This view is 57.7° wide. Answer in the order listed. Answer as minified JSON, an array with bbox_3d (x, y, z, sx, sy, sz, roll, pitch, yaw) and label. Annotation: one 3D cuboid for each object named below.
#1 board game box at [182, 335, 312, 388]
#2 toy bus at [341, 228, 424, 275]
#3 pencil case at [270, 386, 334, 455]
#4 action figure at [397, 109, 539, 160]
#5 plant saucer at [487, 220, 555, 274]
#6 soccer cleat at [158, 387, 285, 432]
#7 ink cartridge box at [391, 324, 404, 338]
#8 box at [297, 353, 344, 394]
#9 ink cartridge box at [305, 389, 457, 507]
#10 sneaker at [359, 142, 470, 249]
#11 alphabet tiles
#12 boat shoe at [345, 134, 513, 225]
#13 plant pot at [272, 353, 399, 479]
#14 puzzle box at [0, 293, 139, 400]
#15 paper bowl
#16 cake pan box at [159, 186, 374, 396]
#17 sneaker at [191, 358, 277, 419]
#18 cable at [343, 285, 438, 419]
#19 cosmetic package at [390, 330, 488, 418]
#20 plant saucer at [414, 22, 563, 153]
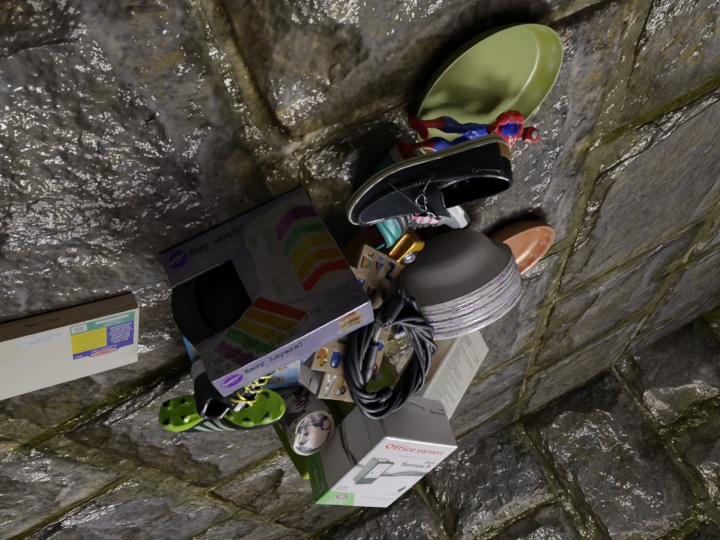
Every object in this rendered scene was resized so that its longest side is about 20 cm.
[{"bbox_3d":[-0.141,0.108,0.940,0.195,0.056,0.200,-3,148,-7],"label":"board game box"},{"bbox_3d":[0.000,0.000,0.959,0.078,0.065,0.200,5,137,-47],"label":"toy bus"},{"bbox_3d":[-0.118,0.208,1.046,0.089,0.200,0.078,-8,119,-31],"label":"pencil case"},{"bbox_3d":[0.142,-0.158,0.785,0.200,0.052,0.066,-14,145,-32],"label":"action figure"},{"bbox_3d":[0.265,-0.027,1.211,0.200,0.038,0.200,-24,154,-13],"label":"plant saucer"},{"bbox_3d":[-0.204,0.212,0.990,0.199,0.068,0.081,-6,159,10],"label":"soccer cleat"},{"bbox_3d":[0.099,0.075,1.173,0.095,0.037,0.200,-27,169,-6],"label":"ink cartridge box"},{"bbox_3d":[-0.008,0.095,0.906,0.200,0.039,0.042,-39,155,-44],"label":"box"},{"bbox_3d":[0.030,0.284,1.023,0.145,0.084,0.200,16,129,-32],"label":"ink cartridge box"},{"bbox_3d":[0.061,-0.075,0.865,0.121,0.084,0.200,-42,144,13],"label":"sneaker"},{"bbox_3d":[-0.002,0.072,0.854,0.166,0.006,0.201,24,82,-58],"label":"alphabet tiles"},{"bbox_3d":[0.078,-0.089,0.738,0.199,0.062,0.075,-19,154,10],"label":"boat shoe"},{"bbox_3d":[-0.035,0.226,1.177,0.199,0.200,0.182,2,132,-47],"label":"plant pot"},{"bbox_3d":[-0.371,0.097,0.792,0.200,0.025,0.133,-14,149,-29],"label":"puzzle box"},{"bbox_3d":[0.141,0.010,1.009,0.200,0.201,0.105,-26,110,-8],"label":"paper bowl"},{"bbox_3d":[-0.113,0.020,0.746,0.200,0.184,0.052,-26,149,-7],"label":"cake pan box"},{"bbox_3d":[-0.142,0.137,0.853,0.200,0.085,0.074,-29,143,31],"label":"sneaker"},{"bbox_3d":[0.046,0.129,0.897,0.163,0.051,0.200,-55,143,-29],"label":"cable"},{"bbox_3d":[0.136,0.178,1.139,0.200,0.071,0.105,-53,130,-28],"label":"cosmetic package"},{"bbox_3d":[0.145,-0.213,0.774,0.200,0.031,0.200,-23,153,-12],"label":"plant saucer"}]
